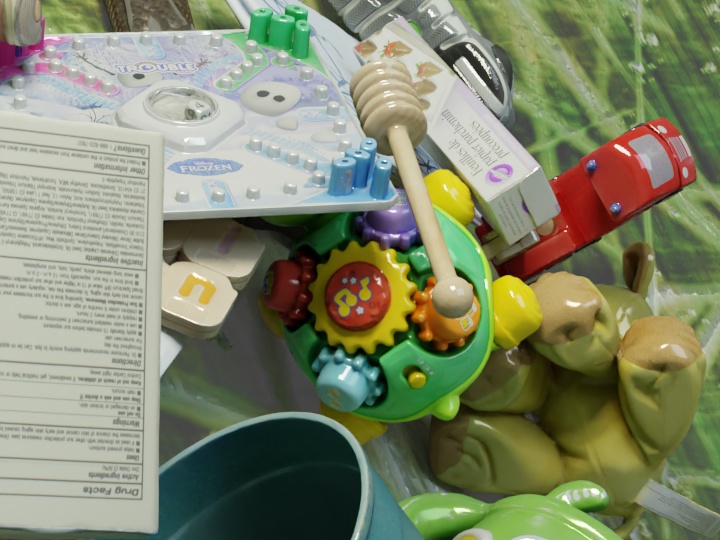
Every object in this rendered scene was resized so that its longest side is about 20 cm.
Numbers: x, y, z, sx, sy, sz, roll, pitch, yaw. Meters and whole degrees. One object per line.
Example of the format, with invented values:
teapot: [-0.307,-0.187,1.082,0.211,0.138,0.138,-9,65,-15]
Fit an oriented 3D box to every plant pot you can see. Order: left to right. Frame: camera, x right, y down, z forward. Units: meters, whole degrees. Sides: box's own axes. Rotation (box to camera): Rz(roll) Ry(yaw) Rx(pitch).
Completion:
plant pot: [-0.027,0.205,1.477,0.188,0.200,0.200,49,31,-30]

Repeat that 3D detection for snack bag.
snack bag: [-0.007,-0.110,1.872,0.200,0.021,0.189,28,22,-53]

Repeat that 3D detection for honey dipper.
honey dipper: [0.029,-0.043,1.648,0.038,0.038,0.200,27,30,-31]

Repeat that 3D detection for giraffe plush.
giraffe plush: [0.140,0.060,1.835,0.200,0.173,0.162,42,25,-24]

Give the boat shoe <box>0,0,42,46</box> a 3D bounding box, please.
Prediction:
boat shoe: [-0.224,-0.195,1.712,0.072,0.076,0.200,-7,34,-7]

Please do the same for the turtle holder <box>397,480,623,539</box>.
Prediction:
turtle holder: [0.088,0.192,1.654,0.132,0.141,0.186,-39,99,-39]

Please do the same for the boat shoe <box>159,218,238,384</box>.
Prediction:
boat shoe: [-0.123,0.019,1.648,0.067,0.074,0.200,31,27,-3]

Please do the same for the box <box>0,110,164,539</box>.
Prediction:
box: [-0.175,0.029,1.450,0.128,0.109,0.200,6,82,-38]

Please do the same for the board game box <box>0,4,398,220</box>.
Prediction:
board game box: [-0.099,-0.092,1.665,0.200,0.026,0.200,-3,34,-17]

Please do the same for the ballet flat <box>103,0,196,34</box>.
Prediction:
ballet flat: [-0.131,-0.169,1.831,0.067,0.046,0.200,-6,52,-16]

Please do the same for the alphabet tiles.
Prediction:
alphabet tiles: [-0.156,-0.025,1.613,0.200,0.015,0.196,21,36,4]

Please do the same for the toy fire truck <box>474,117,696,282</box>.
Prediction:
toy fire truck: [0.093,-0.019,1.797,0.141,0.200,0.049,-24,84,-55]

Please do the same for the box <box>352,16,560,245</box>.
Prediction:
box: [0.055,-0.086,1.794,0.041,0.039,0.200,60,-5,-39]

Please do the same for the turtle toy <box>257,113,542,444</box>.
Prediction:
turtle toy: [0.000,0.000,1.709,0.200,0.146,0.101,59,12,15]

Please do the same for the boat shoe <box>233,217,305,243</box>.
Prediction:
boat shoe: [-0.054,-0.067,1.799,0.200,0.072,0.068,26,32,-43]

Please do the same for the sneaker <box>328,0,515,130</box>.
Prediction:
sneaker: [0.039,-0.167,2.001,0.200,0.075,0.115,59,14,12]
